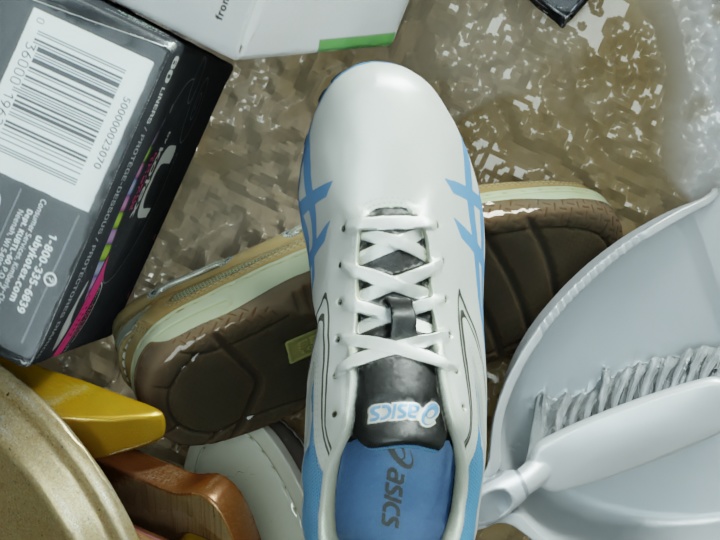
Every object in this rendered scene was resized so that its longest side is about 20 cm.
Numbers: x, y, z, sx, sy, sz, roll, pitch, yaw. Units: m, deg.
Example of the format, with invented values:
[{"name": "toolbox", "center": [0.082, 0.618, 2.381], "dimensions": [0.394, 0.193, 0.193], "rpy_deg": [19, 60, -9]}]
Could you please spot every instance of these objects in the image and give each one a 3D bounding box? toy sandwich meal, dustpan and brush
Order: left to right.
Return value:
[{"name": "toy sandwich meal", "center": [-0.123, 0.101, 1.017], "dimensions": [0.205, 0.070, 0.206], "rpy_deg": [23, 128, 33]}, {"name": "dustpan and brush", "center": [0.075, 0.070, 1.013], "dimensions": [0.199, 0.057, 0.140], "rpy_deg": [-22, 108, 2]}]

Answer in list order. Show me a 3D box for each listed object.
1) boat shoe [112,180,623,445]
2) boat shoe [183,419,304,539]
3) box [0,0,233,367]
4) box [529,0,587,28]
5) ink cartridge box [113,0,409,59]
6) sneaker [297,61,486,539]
[{"name": "boat shoe", "center": [0.000, 0.000, 1.029], "dimensions": [0.199, 0.076, 0.072], "rpy_deg": [-15, 123, -16]}, {"name": "boat shoe", "center": [-0.011, 0.147, 1.041], "dimensions": [0.072, 0.059, 0.201], "rpy_deg": [-20, 89, 37]}, {"name": "box", "center": [-0.123, -0.045, 0.967], "dimensions": [0.106, 0.200, 0.123], "rpy_deg": [25, 94, 1]}, {"name": "box", "center": [0.070, -0.232, 1.026], "dimensions": [0.198, 0.050, 0.200], "rpy_deg": [41, 94, 0]}, {"name": "ink cartridge box", "center": [-0.084, -0.154, 0.962], "dimensions": [0.199, 0.145, 0.084], "rpy_deg": [27, 106, 18]}, {"name": "sneaker", "center": [0.014, 0.025, 0.950], "dimensions": [0.072, 0.072, 0.201], "rpy_deg": [-1, 90, -10]}]
